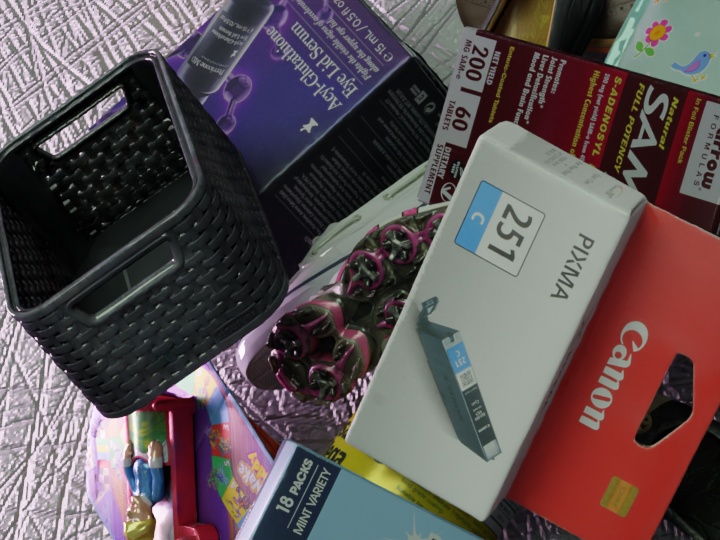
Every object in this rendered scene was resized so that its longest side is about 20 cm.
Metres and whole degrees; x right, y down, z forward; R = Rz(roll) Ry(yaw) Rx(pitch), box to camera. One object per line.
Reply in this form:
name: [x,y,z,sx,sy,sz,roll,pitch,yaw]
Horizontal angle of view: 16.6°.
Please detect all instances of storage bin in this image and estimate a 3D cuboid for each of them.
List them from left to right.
storage bin: [-0.135,-0.025,1.460,0.135,0.094,0.200,-34,33,7]

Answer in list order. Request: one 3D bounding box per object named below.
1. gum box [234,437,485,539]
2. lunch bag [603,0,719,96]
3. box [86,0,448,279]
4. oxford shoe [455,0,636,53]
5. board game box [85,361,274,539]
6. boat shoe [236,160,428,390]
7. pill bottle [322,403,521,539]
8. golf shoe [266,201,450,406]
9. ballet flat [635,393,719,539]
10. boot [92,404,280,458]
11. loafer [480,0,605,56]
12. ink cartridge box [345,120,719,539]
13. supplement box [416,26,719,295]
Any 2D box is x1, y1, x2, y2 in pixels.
gum box: [0.010,0.214,1.370,0.171,0.199,0.045,-63,10,-5]
lunch bag: [0.210,-0.050,1.451,0.170,0.122,0.201,20,76,33]
box: [-0.054,-0.091,1.624,0.200,0.104,0.148,-43,53,0]
oxford shoe: [0.151,-0.181,1.571,0.199,0.073,0.071,-9,24,23]
board game box: [-0.122,0.129,1.460,0.200,0.039,0.158,55,131,33]
boat shoe: [0.000,0.000,1.574,0.199,0.074,0.067,-32,50,-7]
pill bottle: [0.035,0.124,1.455,0.112,0.112,0.200,33,81,36]
golf shoe: [0.027,0.004,1.443,0.200,0.073,0.092,-34,4,44]
ballet flat: [0.207,0.130,1.396,0.066,0.057,0.200,-44,53,-1]
boot: [-0.113,0.096,1.553,0.200,0.107,0.075,29,81,37]
loafer: [0.086,-0.111,1.512,0.072,0.072,0.201,16,82,25]
ink cartridge box: [0.108,0.048,1.335,0.176,0.045,0.201,28,113,12]
supplement box: [0.136,-0.062,1.397,0.199,0.061,0.110,19,97,37]
